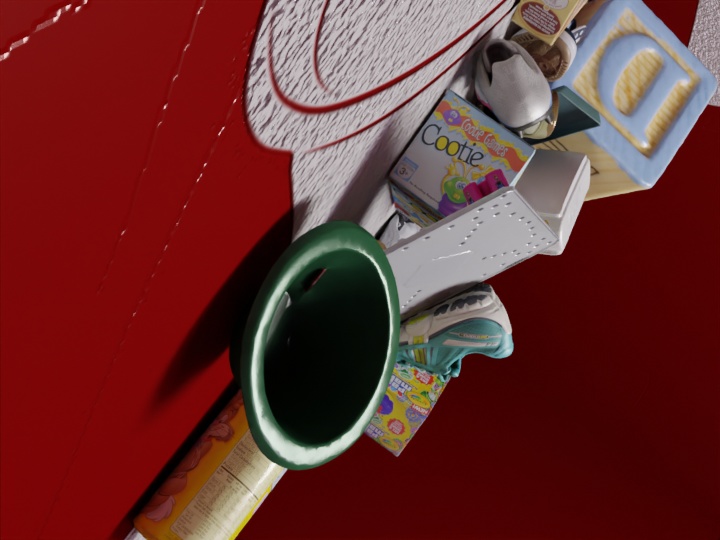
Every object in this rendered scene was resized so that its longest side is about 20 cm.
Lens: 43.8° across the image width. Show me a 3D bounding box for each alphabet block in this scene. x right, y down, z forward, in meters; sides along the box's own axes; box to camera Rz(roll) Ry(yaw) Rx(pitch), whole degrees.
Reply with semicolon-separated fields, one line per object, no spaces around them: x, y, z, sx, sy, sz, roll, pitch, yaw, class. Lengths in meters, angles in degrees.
0.314;-0.227;1.213;0.196;0.196;0.200;-52;-166;-15;alphabet block

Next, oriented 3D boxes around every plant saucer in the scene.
0.220;-0.189;1.117;0.019;0.070;0.200;-61;-163;-11;plant saucer

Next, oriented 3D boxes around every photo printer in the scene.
0.170;-0.094;1.114;0.167;0.199;0.070;-54;144;-47;photo printer

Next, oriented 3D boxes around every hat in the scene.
-0.083;0.045;0.665;0.166;0.175;0.201;-43;133;-36;hat

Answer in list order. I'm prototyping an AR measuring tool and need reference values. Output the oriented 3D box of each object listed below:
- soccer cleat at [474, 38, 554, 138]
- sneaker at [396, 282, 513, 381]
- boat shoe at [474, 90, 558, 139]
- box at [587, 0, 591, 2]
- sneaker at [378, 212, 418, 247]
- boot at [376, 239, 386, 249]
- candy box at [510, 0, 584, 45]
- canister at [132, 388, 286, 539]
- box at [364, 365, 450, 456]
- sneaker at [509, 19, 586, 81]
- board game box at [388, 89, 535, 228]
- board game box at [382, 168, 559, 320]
0.149;-0.201;0.906;0.070;0.087;0.200;-26;-158;8;soccer cleat
0.067;0.081;0.929;0.199;0.080;0.077;-22;-171;39;sneaker
0.164;-0.186;1.069;0.200;0.062;0.074;180;-85;-73;boat shoe
0.405;-0.490;1.455;0.160;0.043;0.200;-48;171;-47;box
0.082;-0.018;1.152;0.075;0.115;0.200;-57;174;17;sneaker
0.000;0.000;0.929;0.200;0.073;0.076;49;34;-72;boot
0.229;-0.331;0.870;0.116;0.055;0.200;-50;173;-40;candy box
-0.114;0.180;0.832;0.200;0.086;0.149;-51;174;-22;canister
0.045;0.190;1.626;0.122;0.199;0.193;-59;174;36;box
0.221;-0.271;1.034;0.109;0.070;0.200;-50;-177;-5;sneaker
0.101;-0.093;0.938;0.103;0.105;0.200;-54;174;-2;board game box
0.066;-0.011;0.804;0.199;0.026;0.200;-27;161;17;board game box
